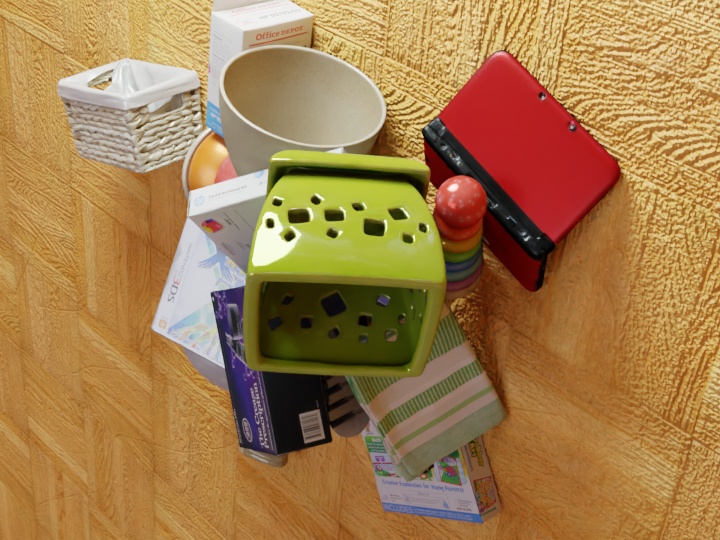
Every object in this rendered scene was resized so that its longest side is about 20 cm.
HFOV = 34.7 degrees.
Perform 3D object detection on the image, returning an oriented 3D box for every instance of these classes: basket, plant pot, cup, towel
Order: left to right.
[{"bbox_3d":[-0.337,-0.231,1.713,0.199,0.135,0.124,19,126,44],"label":"basket"},{"bbox_3d":[-0.081,-0.156,1.392,0.200,0.200,0.144,44,138,27],"label":"cup"},{"bbox_3d":[-0.018,-0.013,1.217,0.199,0.199,0.182,99,174,-56],"label":"plant pot"},{"bbox_3d":[0.073,0.138,1.353,0.201,0.152,0.023,61,175,-27],"label":"towel"}]

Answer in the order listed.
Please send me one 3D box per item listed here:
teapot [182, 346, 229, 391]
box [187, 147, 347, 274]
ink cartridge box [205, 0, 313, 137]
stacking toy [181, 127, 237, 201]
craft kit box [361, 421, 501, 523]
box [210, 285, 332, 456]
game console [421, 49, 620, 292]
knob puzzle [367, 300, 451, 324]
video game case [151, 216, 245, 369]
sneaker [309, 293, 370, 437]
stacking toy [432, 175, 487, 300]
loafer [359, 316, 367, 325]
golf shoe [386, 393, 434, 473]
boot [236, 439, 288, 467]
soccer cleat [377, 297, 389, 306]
[{"bbox_3d":[-0.149,0.062,1.602,0.199,0.198,0.146,27,130,-14],"label":"teapot"},{"bbox_3d":[-0.076,-0.061,1.348,0.199,0.156,0.041,-15,54,21],"label":"box"},{"bbox_3d":[-0.127,-0.271,1.454,0.068,0.115,0.201,36,133,34],"label":"ink cartridge box"},{"bbox_3d":[-0.130,-0.103,1.497,0.200,0.145,0.147,36,133,47],"label":"stacking toy"},{"bbox_3d":[0.079,0.226,1.519,0.199,0.048,0.199,-6,106,51],"label":"craft kit box"},{"bbox_3d":[-0.111,0.114,1.399,0.141,0.078,0.201,171,88,-68],"label":"box"},{"bbox_3d":[0.172,-0.105,1.264,0.200,0.118,0.173,51,170,21],"label":"game console"},{"bbox_3d":[0.068,0.045,1.434,0.219,0.030,0.221,28,123,54],"label":"knob puzzle"},{"bbox_3d":[-0.166,0.037,1.505,0.199,0.022,0.183,25,105,19],"label":"video game case"},{"bbox_3d":[-0.057,0.105,1.444,0.115,0.080,0.201,10,113,51],"label":"sneaker"},{"bbox_3d":[0.105,-0.042,1.258,0.086,0.085,0.200,53,163,18],"label":"stacking toy"},{"bbox_3d":[-0.046,0.009,1.499,0.073,0.072,0.201,81,167,-64],"label":"loafer"},{"bbox_3d":[0.041,0.156,1.421,0.094,0.077,0.201,22,134,55],"label":"golf shoe"},{"bbox_3d":[-0.175,0.199,1.781,0.199,0.073,0.156,31,127,30],"label":"boot"},{"bbox_3d":[0.000,0.000,1.431,0.068,0.073,0.201,-39,66,58],"label":"soccer cleat"}]
